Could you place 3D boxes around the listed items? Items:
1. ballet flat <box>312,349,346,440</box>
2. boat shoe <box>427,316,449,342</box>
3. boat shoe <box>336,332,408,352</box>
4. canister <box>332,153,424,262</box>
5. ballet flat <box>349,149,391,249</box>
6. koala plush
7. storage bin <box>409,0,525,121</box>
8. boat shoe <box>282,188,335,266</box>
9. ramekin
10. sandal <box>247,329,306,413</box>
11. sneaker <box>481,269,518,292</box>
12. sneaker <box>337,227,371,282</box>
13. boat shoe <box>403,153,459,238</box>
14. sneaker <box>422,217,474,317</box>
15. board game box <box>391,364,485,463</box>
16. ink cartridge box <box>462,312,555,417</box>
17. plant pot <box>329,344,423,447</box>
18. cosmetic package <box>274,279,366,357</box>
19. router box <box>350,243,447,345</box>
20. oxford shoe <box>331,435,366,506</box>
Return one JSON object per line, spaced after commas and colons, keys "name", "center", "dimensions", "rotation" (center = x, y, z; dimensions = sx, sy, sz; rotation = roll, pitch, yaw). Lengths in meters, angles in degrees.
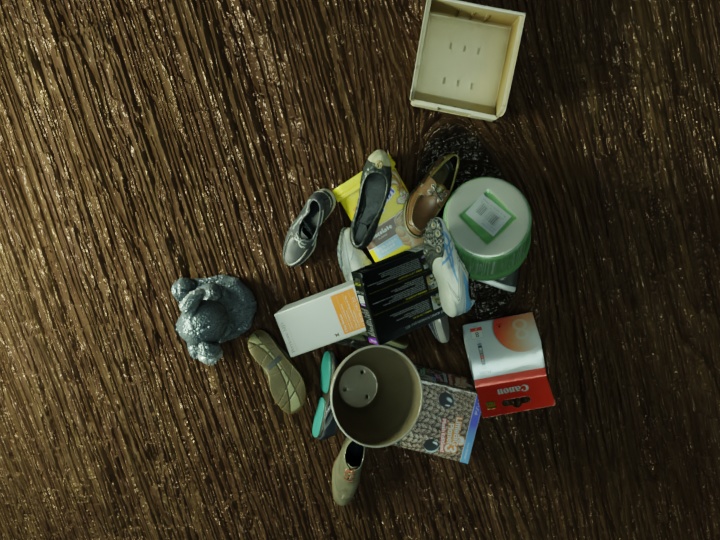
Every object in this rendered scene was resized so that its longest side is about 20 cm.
{"name": "ballet flat", "center": [-0.063, 0.281, 1.380], "dimensions": [0.071, 0.073, 0.206], "rotation": [9, 93, 1]}
{"name": "boat shoe", "center": [0.128, 0.069, 1.342], "dimensions": [0.091, 0.075, 0.205], "rotation": [-15, 98, 22]}
{"name": "boat shoe", "center": [0.007, 0.152, 1.354], "dimensions": [0.196, 0.072, 0.068], "rotation": [17, 105, 5]}
{"name": "canister", "center": [0.051, -0.121, 1.303], "dimensions": [0.146, 0.087, 0.203], "rotation": [-31, 97, 5]}
{"name": "ballet flat", "center": [0.024, -0.140, 1.227], "dimensions": [0.065, 0.057, 0.205], "rotation": [12, 100, -3]}
{"name": "koala plush", "center": [-0.322, 0.099, 1.291], "dimensions": [0.179, 0.200, 0.182], "rotation": [-13, 97, 4]}
{"name": "storage bin", "center": [0.211, -0.427, 1.247], "dimensions": [0.194, 0.094, 0.204], "rotation": [11, 98, 0]}
{"name": "boat shoe", "center": [-0.122, -0.085, 1.301], "dimensions": [0.072, 0.063, 0.202], "rotation": [38, 119, 7]}
{"name": "ramekin", "center": [0.256, -0.090, 1.250], "dimensions": [0.194, 0.098, 0.206], "rotation": [-2, 70, 6]}
{"name": "sandal", "center": [-0.184, 0.224, 1.382], "dimensions": [0.079, 0.054, 0.202], "rotation": [-34, 81, 1]}
{"name": "sneaker", "center": [0.255, -0.030, 1.319], "dimensions": [0.195, 0.071, 0.102], "rotation": [17, 95, -4]}
{"name": "sneaker", "center": [0.000, 0.000, 1.337], "dimensions": [0.085, 0.075, 0.205], "rotation": [-16, 105, -4]}
{"name": "boat shoe", "center": [0.146, -0.160, 1.249], "dimensions": [0.071, 0.068, 0.203], "rotation": [31, 63, -14]}
{"name": "sneaker", "center": [0.175, -0.011, 1.202], "dimensions": [0.071, 0.071, 0.205], "rotation": [-25, 108, -27]}
{"name": "board game box", "center": [0.158, 0.312, 1.354], "dimensions": [0.194, 0.097, 0.164], "rotation": [12, 99, 1]}
{"name": "ink cartridge box", "center": [0.311, 0.196, 1.296], "dimensions": [0.158, 0.204, 0.051], "rotation": [-10, 142, 4]}
{"name": "plant pot", "center": [0.012, 0.248, 1.255], "dimensions": [0.182, 0.200, 0.193], "rotation": [1, 84, -12]}
{"name": "cosmetic package", "center": [-0.071, 0.098, 1.290], "dimensions": [0.196, 0.071, 0.104], "rotation": [-21, 96, 18]}
{"name": "router box", "center": [0.091, 0.043, 1.234], "dimensions": [0.196, 0.051, 0.153], "rotation": [-20, 102, -22]}
{"name": "oxford shoe", "center": [-0.029, 0.451, 1.392], "dimensions": [0.068, 0.075, 0.206], "rotation": [10, 99, 0]}
